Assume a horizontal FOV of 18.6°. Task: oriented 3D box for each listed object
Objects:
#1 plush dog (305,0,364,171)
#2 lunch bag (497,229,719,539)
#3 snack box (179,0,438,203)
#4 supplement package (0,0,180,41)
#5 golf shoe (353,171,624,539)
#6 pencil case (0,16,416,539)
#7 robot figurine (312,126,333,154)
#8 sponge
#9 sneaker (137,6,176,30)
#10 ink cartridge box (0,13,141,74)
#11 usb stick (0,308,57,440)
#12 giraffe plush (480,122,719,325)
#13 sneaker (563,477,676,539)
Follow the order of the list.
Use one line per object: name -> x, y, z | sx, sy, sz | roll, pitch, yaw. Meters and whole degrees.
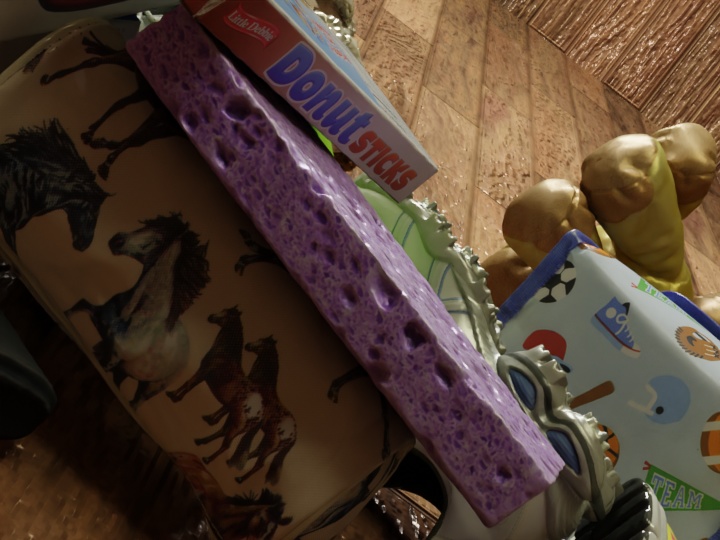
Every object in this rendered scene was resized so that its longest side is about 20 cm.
plush dog -> -0.048, -0.143, 1.324 | 0.200, 0.160, 0.173 | 22, 44, -51
lunch bag -> 0.156, 0.090, 1.097 | 0.170, 0.124, 0.200 | 46, 2, 30
snack box -> -0.028, -0.085, 0.791 | 0.072, 0.024, 0.200 | 56, 7, 25
supplement package -> -0.105, -0.164, 0.800 | 0.109, 0.114, 0.199 | 32, 33, 30
golf shoe -> 0.023, 0.041, 0.933 | 0.200, 0.097, 0.078 | 56, -4, 38
pencil case -> -0.065, 0.015, 0.758 | 0.200, 0.089, 0.078 | 52, -4, 5
robot figurine -> -0.067, -0.031, 0.901 | 0.175, 0.116, 0.200 | 26, 19, -14
sponge -> -0.002, -0.002, 0.758 | 0.200, 0.030, 0.112 | 53, 6, 7
sneaker -> -0.104, -0.139, 1.116 | 0.200, 0.140, 0.078 | 22, 21, -51
ink cartridge box -> -0.190, -0.101, 0.810 | 0.199, 0.044, 0.094 | 3, 29, -25
usb stick -> -0.163, -0.011, 0.771 | 0.055, 0.033, 0.200 | 27, 17, -45
giraffe plush -> 0.176, 0.034, 1.329 | 0.163, 0.172, 0.200 | 55, -15, 25
sneaker -> 0.119, 0.160, 0.879 | 0.090, 0.078, 0.200 | 44, 15, -20
